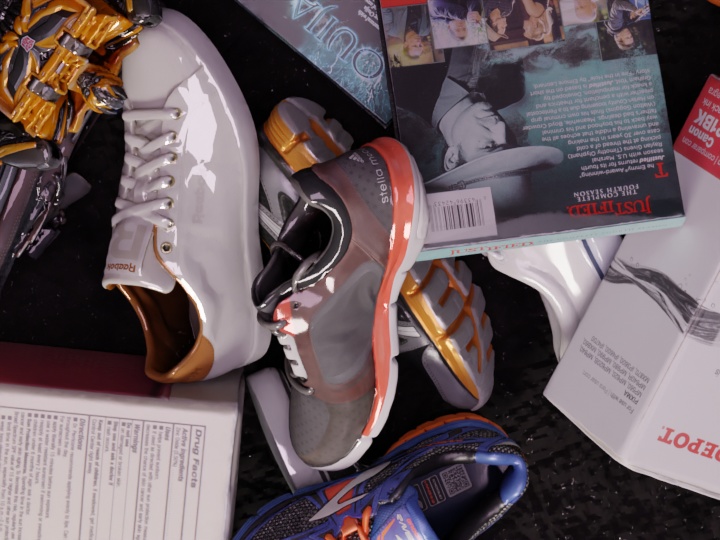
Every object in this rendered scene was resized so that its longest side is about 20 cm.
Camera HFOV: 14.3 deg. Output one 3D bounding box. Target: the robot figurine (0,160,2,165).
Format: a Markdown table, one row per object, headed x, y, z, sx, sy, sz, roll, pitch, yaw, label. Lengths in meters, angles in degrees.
| x | y | z | sx | sy | sz | roll | pitch | yaw | label |
| --- | --- | --- | --- | --- | --- | --- | --- | --- | --- |
| -0.267 | -0.044 | 1.502 | 0.145 | 0.200 | 0.058 | 31 | 66 | -16 | robot figurine |

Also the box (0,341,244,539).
| x | y | z | sx | sy | sz | roll | pitch | yaw | label |
| --- | --- | --- | --- | --- | --- | --- | --- | --- | --- |
| -0.167 | 0.113 | 1.571 | 0.199 | 0.109 | 0.128 | 6 | 101 | -2 | box |

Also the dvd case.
| x | y | z | sx | sy | sz | roll | pitch | yaw | label |
| --- | --- | --- | --- | --- | --- | --- | --- | --- | --- |
| 0.084 | -0.111 | 1.506 | 0.145 | 0.022 | 0.201 | -8 | 74 | -3 | dvd case |

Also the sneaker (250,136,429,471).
| x | y | z | sx | sy | sz | roll | pitch | yaw | label |
| --- | --- | --- | --- | --- | --- | --- | --- | --- | --- |
| -0.026 | 0.019 | 1.487 | 0.082 | 0.077 | 0.201 | -8 | 126 | -28 | sneaker |

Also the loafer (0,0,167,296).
| x | y | z | sx | sy | sz | roll | pitch | yaw | label |
| --- | --- | --- | --- | --- | --- | --- | --- | --- | --- |
| -0.163 | -0.067 | 1.558 | 0.063 | 0.072 | 0.201 | 19 | 96 | -12 | loafer |

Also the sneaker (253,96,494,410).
| x | y | z | sx | sy | sz | roll | pitch | yaw | label |
| --- | --- | --- | --- | --- | --- | --- | --- | --- | --- |
| 0.000 | 0.000 | 1.575 | 0.077 | 0.078 | 0.200 | -37 | 96 | 21 | sneaker |

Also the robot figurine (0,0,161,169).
| x | y | z | sx | sy | sz | roll | pitch | yaw | label |
| --- | --- | --- | --- | --- | --- | --- | --- | --- | --- |
| -0.198 | -0.145 | 1.500 | 0.200 | 0.058 | 0.145 | 40 | 100 | 25 | robot figurine |

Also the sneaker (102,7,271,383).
| x | y | z | sx | sy | sz | roll | pitch | yaw | label |
| --- | --- | --- | --- | --- | --- | --- | --- | --- | --- |
| -0.100 | -0.036 | 1.519 | 0.073 | 0.085 | 0.201 | -2 | 104 | 43 | sneaker |

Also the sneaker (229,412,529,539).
| x | y | z | sx | sy | sz | roll | pitch | yaw | label |
| --- | --- | --- | --- | --- | --- | --- | --- | --- | --- |
| 0.006 | 0.137 | 1.521 | 0.200 | 0.078 | 0.075 | -35 | 101 | -18 | sneaker |

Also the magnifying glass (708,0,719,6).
| x | y | z | sx | sy | sz | roll | pitch | yaw | label |
| --- | --- | --- | --- | --- | --- | --- | --- | --- | --- |
| 0.264 | -0.122 | 1.570 | 0.200 | 0.022 | 0.080 | 28 | 86 | -4 | magnifying glass |

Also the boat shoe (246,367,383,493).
| x | y | z | sx | sy | sz | roll | pitch | yaw | label |
| --- | --- | --- | --- | --- | --- | --- | --- | --- | --- |
| 0.004 | 0.133 | 1.601 | 0.064 | 0.071 | 0.200 | -30 | 102 | -4 | boat shoe |

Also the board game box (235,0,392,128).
| x | y | z | sx | sy | sz | roll | pitch | yaw | label |
| --- | --- | --- | --- | --- | --- | --- | --- | --- | --- |
| -0.019 | -0.192 | 1.555 | 0.200 | 0.028 | 0.135 | 40 | 98 | -8 | board game box |

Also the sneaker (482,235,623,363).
| x | y | z | sx | sy | sz | roll | pitch | yaw | label |
| --- | --- | --- | --- | --- | --- | --- | --- | --- | --- |
| 0.092 | -0.034 | 1.560 | 0.071 | 0.073 | 0.200 | -31 | 103 | 0 | sneaker |

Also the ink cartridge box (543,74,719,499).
| x | y | z | sx | sy | sz | roll | pitch | yaw | label |
| --- | --- | --- | --- | --- | --- | --- | --- | --- | --- |
| 0.211 | 0.017 | 1.539 | 0.144 | 0.084 | 0.200 | 20 | 101 | -37 | ink cartridge box |
